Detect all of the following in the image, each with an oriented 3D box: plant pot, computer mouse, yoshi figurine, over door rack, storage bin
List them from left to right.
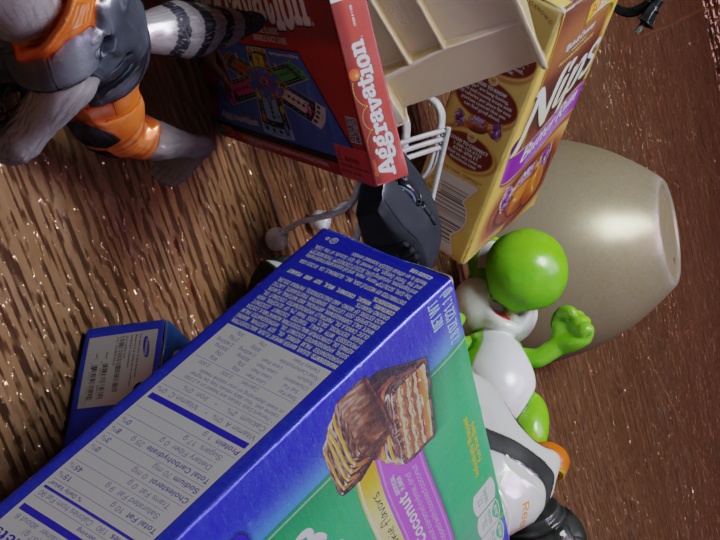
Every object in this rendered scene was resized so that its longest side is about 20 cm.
[{"bbox_3d":[0.000,0.000,0.901,0.148,0.067,0.200,-27,121,-66],"label":"over door rack"},{"bbox_3d":[0.013,-0.215,0.789,0.199,0.094,0.200,48,29,-62],"label":"storage bin"},{"bbox_3d":[0.014,-0.058,0.765,0.200,0.034,0.059,70,32,-54],"label":"computer mouse"},{"bbox_3d":[0.106,0.050,1.085,0.112,0.112,0.200,50,35,-48],"label":"yoshi figurine"},{"bbox_3d":[0.202,-0.025,1.320,0.200,0.134,0.201,-8,90,-70],"label":"plant pot"}]

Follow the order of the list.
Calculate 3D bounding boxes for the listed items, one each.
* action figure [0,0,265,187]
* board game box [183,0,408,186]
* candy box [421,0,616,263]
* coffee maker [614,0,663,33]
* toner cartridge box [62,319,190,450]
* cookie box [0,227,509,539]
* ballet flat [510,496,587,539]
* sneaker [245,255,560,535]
[{"bbox_3d":[-0.112,-0.122,0.593,0.193,0.104,0.200,-11,97,-79],"label":"action figure"},{"bbox_3d":[-0.039,-0.103,0.707,0.200,0.019,0.103,24,-49,64],"label":"board game box"},{"bbox_3d":[0.104,-0.115,1.030,0.117,0.056,0.200,-38,152,-50],"label":"candy box"},{"bbox_3d":[0.113,-0.265,1.095,0.200,0.192,0.135,6,99,-64],"label":"coffee maker"},{"bbox_3d":[-0.066,0.111,0.704,0.200,0.043,0.095,52,38,-52],"label":"toner cartridge box"},{"bbox_3d":[-0.035,0.112,0.606,0.200,0.075,0.171,-42,135,-31],"label":"cookie box"},{"bbox_3d":[0.050,0.145,0.832,0.066,0.200,0.057,-25,103,-26],"label":"ballet flat"},{"bbox_3d":[0.017,0.065,0.773,0.080,0.200,0.074,-20,147,-43],"label":"sneaker"}]
